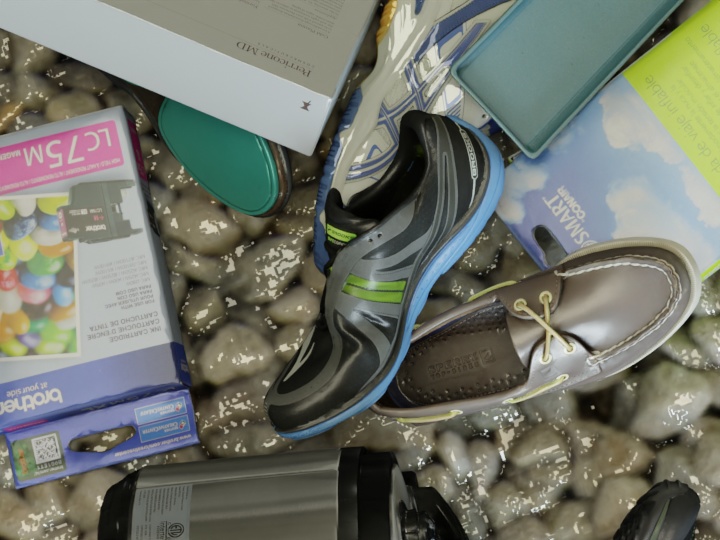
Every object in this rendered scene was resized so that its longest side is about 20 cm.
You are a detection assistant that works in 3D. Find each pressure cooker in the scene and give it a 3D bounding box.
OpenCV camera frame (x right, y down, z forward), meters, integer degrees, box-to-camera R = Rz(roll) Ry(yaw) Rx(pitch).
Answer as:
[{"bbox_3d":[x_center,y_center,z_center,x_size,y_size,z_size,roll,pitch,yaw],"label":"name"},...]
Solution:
[{"bbox_3d":[-0.033,0.185,1.375,0.198,0.179,0.177,-7,80,5],"label":"pressure cooker"}]

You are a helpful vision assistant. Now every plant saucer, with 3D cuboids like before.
[{"bbox_3d":[0.136,-0.154,1.448,0.070,0.019,0.200,46,74,-6],"label":"plant saucer"}]

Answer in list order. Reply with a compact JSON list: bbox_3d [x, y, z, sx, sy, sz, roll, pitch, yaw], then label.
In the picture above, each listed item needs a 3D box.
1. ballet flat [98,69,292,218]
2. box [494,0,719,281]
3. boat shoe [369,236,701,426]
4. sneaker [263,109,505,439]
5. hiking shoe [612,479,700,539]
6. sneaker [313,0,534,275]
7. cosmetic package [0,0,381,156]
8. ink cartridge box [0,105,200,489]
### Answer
[{"bbox_3d":[-0.100,-0.112,1.467,0.200,0.073,0.073,43,89,12],"label":"ballet flat"},{"bbox_3d":[0.180,-0.061,1.449,0.200,0.048,0.122,-38,81,1],"label":"box"},{"bbox_3d":[0.092,0.037,1.405,0.199,0.059,0.072,-20,89,25],"label":"boat shoe"},{"bbox_3d":[0.000,0.000,1.397,0.083,0.071,0.200,32,88,-31],"label":"sneaker"},{"bbox_3d":[0.179,0.218,1.415,0.100,0.076,0.202,9,94,-3],"label":"hiking shoe"},{"bbox_3d":[0.036,-0.083,1.450,0.088,0.075,0.201,21,88,4],"label":"sneaker"},{"bbox_3d":[-0.092,-0.163,1.430,0.199,0.052,0.151,23,43,0],"label":"cosmetic package"},{"bbox_3d":[-0.170,0.016,1.475,0.118,0.042,0.201,-13,85,3],"label":"ink cartridge box"}]
